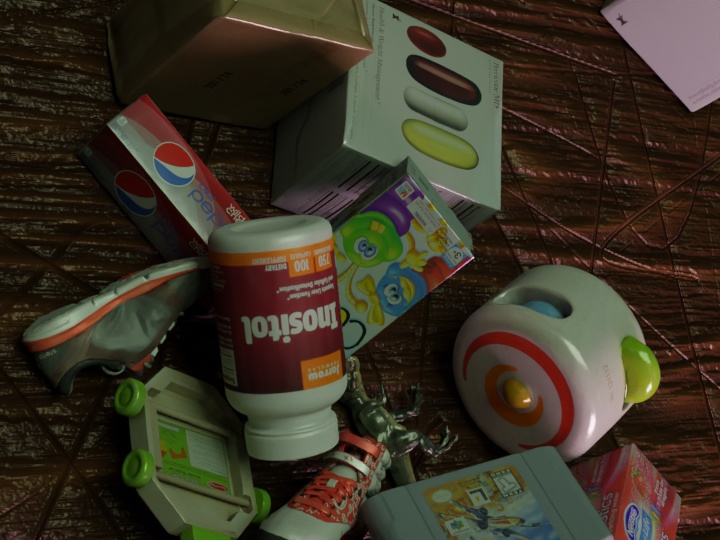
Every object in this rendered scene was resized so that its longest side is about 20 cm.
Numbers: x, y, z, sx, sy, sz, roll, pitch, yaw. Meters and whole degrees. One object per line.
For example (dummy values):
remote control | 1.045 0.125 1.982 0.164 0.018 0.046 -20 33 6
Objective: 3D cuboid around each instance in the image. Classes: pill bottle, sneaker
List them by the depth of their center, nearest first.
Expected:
pill bottle | -0.070 0.059 1.269 0.112 0.112 0.203 -15 104 -41
sneaker | -0.030 0.197 1.278 0.109 0.067 0.201 -70 161 1
sneaker | -0.201 0.049 1.279 0.198 0.077 0.083 -25 99 -23

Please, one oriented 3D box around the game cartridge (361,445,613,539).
game cartridge | 0.116 0.231 1.263 0.198 0.042 0.133 -13 39 -19

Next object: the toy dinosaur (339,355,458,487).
toy dinosaur | 0.043 0.166 1.440 0.088 0.047 0.202 -29 90 -28

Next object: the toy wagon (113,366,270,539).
toy wagon | -0.145 0.181 1.248 0.154 0.039 0.202 27 40 -43

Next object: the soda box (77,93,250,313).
soda box | -0.172 -0.063 1.356 0.201 0.070 0.063 51 47 -8

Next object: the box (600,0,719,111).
box | 0.466 -0.356 1.908 0.200 0.198 0.131 44 50 -14

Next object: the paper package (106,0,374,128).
paper package | -0.116 -0.231 1.392 0.189 0.199 0.105 6 66 -37

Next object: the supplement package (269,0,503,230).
supplement package | 0.030 -0.148 1.504 0.198 0.147 0.194 20 59 -29

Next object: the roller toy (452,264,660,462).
roller toy | 0.192 0.102 1.496 0.183 0.200 0.139 50 49 6

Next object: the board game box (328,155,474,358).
board game box | 0.000 0.000 1.364 0.103 0.199 0.105 50 11 -8

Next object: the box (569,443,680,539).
box | 0.256 0.293 1.485 0.095 0.102 0.201 47 40 -20
